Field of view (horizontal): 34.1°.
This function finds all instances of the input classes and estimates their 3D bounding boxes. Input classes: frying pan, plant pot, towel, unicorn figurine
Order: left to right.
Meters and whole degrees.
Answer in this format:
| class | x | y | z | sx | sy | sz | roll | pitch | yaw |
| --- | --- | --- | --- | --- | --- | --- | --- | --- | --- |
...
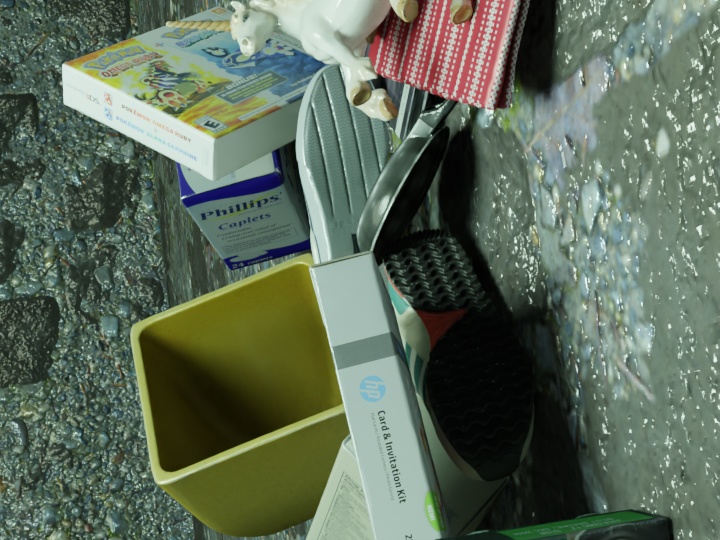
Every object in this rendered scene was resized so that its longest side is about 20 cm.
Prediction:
| class | x | y | z | sx | sy | sz | roll | pitch | yaw |
| --- | --- | --- | --- | --- | --- | --- | --- | --- | --- |
| plant pot | -0.084 | 0.144 | 1.133 | 0.200 | 0.194 | 0.196 | 67 | -178 | -47 |
| unicorn figurine | -0.009 | -0.165 | 0.743 | 0.200 | 0.074 | 0.138 | -40 | 55 | 16 |
| frying pan | 0.035 | -0.074 | 0.803 | 0.115 | 0.031 | 0.190 | -55 | -12 | -33 |
| towel | 0.060 | -0.184 | 0.744 | 0.200 | 0.022 | 0.145 | -142 | 61 | -63 |

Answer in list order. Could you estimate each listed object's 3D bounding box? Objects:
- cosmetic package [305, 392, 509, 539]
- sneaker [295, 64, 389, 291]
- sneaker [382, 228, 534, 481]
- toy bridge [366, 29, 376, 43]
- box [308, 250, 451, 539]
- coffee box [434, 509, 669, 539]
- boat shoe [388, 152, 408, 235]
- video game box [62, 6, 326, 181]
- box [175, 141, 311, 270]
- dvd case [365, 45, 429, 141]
| class | x | y | z | sx | sy | sz | roll | pitch | yaw |
| --- | --- | --- | --- | --- | --- | --- | --- | --- | --- |
| cosmetic package | 0.028 | 0.182 | 0.875 | 0.105 | 0.071 | 0.200 | 41 | 148 | 14 |
| sneaker | -0.017 | -0.057 | 0.907 | 0.071 | 0.073 | 0.201 | -173 | 80 | -73 |
| sneaker | 0.069 | 0.068 | 0.801 | 0.094 | 0.070 | 0.200 | 75 | 175 | -49 |
| toy bridge | 0.012 | -0.254 | 0.793 | 0.067 | 0.027 | 0.201 | -124 | 47 | -56 |
| box | 0.020 | 0.104 | 0.700 | 0.156 | 0.041 | 0.201 | 65 | -169 | -74 |
| coffee box | 0.106 | 0.229 | 0.592 | 0.044 | 0.123 | 0.201 | 171 | 95 | -72 |
| boat shoe | 0.000 | 0.000 | 0.997 | 0.072 | 0.067 | 0.201 | -129 | 37 | -64 |
| video game box | -0.127 | -0.164 | 1.038 | 0.182 | 0.200 | 0.047 | 25 | 129 | 28 |
| box | -0.127 | -0.128 | 1.245 | 0.200 | 0.105 | 0.185 | 66 | -169 | -68 |
| dvd case | 0.024 | -0.205 | 0.907 | 0.200 | 0.016 | 0.149 | -118 | 35 | -56 |
